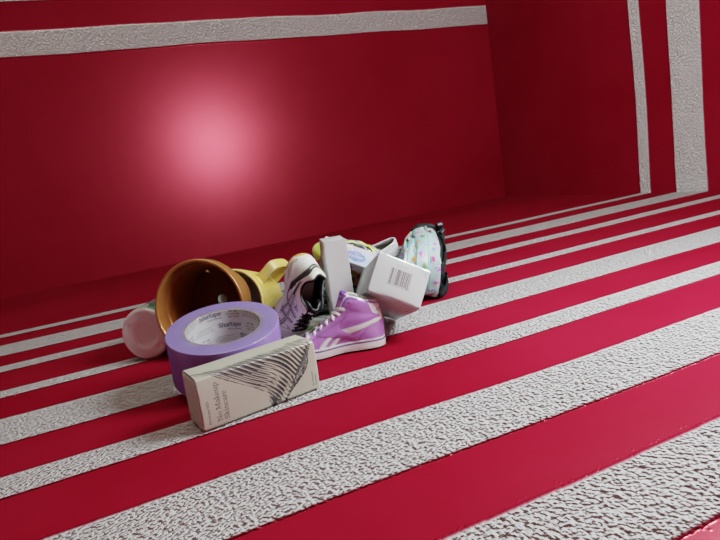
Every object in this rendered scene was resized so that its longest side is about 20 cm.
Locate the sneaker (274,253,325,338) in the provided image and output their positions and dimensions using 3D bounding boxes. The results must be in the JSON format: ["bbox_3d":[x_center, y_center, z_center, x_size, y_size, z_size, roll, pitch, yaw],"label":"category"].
[{"bbox_3d":[-0.115,0.073,1.142,0.074,0.204,0.087,-10,32,-36],"label":"sneaker"}]

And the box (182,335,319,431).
[{"bbox_3d":[-0.165,0.168,0.915,0.197,0.084,0.068,-17,13,-32],"label":"box"}]

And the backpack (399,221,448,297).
[{"bbox_3d":[0.154,-0.012,1.468,0.123,0.171,0.201,-3,25,5],"label":"backpack"}]

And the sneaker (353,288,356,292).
[{"bbox_3d":[0.035,0.022,1.556,0.198,0.081,0.077,-29,18,-38],"label":"sneaker"}]

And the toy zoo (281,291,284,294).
[{"bbox_3d":[-0.186,0.073,1.667,0.129,0.021,0.198,-1,13,39],"label":"toy zoo"}]

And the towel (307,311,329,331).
[{"bbox_3d":[-0.078,0.116,1.319,0.197,0.031,0.148,-20,11,-38],"label":"towel"}]

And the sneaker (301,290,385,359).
[{"bbox_3d":[-0.056,0.098,1.118,0.196,0.117,0.073,-12,11,-8],"label":"sneaker"}]

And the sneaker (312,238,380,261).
[{"bbox_3d":[-0.038,-0.051,1.454,0.196,0.077,0.076,6,-20,30],"label":"sneaker"}]

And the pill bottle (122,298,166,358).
[{"bbox_3d":[-0.453,0.118,1.375,0.110,0.116,0.200,-8,10,7],"label":"pill bottle"}]

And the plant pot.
[{"bbox_3d":[-0.324,0.072,1.291,0.195,0.205,0.140,-7,4,9],"label":"plant pot"}]

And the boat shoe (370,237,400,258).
[{"bbox_3d":[0.005,-0.031,1.512,0.196,0.067,0.074,-23,31,-11],"label":"boat shoe"}]

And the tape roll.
[{"bbox_3d":[-0.235,0.134,1.042,0.195,0.087,0.201,-3,22,1],"label":"tape roll"}]

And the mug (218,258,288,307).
[{"bbox_3d":[-0.247,0.065,1.430,0.183,0.153,0.153,-13,-1,20],"label":"mug"}]

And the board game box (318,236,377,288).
[{"bbox_3d":[0.000,0.000,1.370,0.196,0.042,0.200,18,-16,-1],"label":"board game box"}]

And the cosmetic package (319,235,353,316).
[{"bbox_3d":[-0.043,0.038,1.188,0.049,0.205,0.082,-9,9,-10],"label":"cosmetic package"}]

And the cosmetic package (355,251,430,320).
[{"bbox_3d":[0.057,0.036,1.193,0.111,0.083,0.200,20,-14,-4],"label":"cosmetic package"}]

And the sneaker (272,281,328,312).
[{"bbox_3d":[-0.111,0.061,1.331,0.196,0.084,0.073,-15,10,-13],"label":"sneaker"}]
